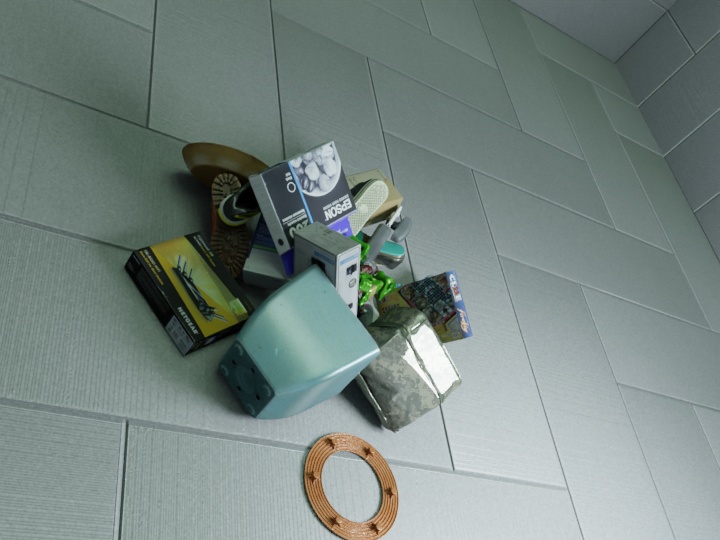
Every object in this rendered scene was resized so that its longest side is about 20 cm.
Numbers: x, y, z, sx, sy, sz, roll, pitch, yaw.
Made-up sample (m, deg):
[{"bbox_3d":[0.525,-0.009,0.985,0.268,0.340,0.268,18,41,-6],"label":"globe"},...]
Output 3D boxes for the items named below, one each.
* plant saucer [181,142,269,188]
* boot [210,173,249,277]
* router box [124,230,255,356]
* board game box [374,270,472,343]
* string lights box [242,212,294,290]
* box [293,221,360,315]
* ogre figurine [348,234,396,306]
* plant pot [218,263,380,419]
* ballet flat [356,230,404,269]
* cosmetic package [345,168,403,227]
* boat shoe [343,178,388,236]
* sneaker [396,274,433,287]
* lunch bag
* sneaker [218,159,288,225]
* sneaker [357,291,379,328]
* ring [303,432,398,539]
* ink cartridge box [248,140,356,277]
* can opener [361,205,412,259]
[{"bbox_3d":[-0.265,-0.192,1.501,0.199,0.200,0.036,22,71,-25],"label":"plant saucer"},{"bbox_3d":[-0.260,-0.078,1.474,0.074,0.107,0.202,1,81,-14],"label":"boot"},{"bbox_3d":[-0.302,0.036,1.350,0.201,0.052,0.157,53,39,11],"label":"router box"},{"bbox_3d":[0.125,0.089,1.532,0.034,0.199,0.137,-11,84,-46],"label":"board game box"},{"bbox_3d":[-0.153,-0.065,1.463,0.102,0.059,0.201,13,62,0],"label":"string lights box"},{"bbox_3d":[-0.064,0.026,1.372,0.116,0.201,0.060,29,41,33],"label":"box"},{"bbox_3d":[0.000,0.000,1.475,0.120,0.098,0.200,43,31,16],"label":"ogre figurine"},{"bbox_3d":[-0.128,0.146,1.307,0.199,0.196,0.197,-28,76,-39],"label":"plant pot"},{"bbox_3d":[0.001,-0.052,1.676,0.199,0.069,0.068,24,42,-5],"label":"ballet flat"},{"bbox_3d":[-0.015,-0.151,1.655,0.199,0.071,0.105,-22,65,-39],"label":"cosmetic package"},{"bbox_3d":[-0.028,-0.115,1.534,0.200,0.062,0.075,-45,118,-15],"label":"boat shoe"},{"bbox_3d":[0.108,0.049,1.682,0.105,0.076,0.200,40,39,-4],"label":"sneaker"},{"bbox_3d":[0.069,0.187,1.438,0.167,0.139,0.201,-38,110,-27],"label":"lunch bag"},{"bbox_3d":[-0.171,-0.148,1.412,0.200,0.085,0.075,-37,99,-19],"label":"sneaker"},{"bbox_3d":[-0.026,0.057,1.547,0.120,0.084,0.201,28,34,-26],"label":"sneaker"},{"bbox_3d":[-0.011,0.378,1.326,0.199,0.019,0.202,23,44,-24],"label":"ring"},{"bbox_3d":[-0.094,-0.118,1.410,0.198,0.043,0.201,-33,110,-41],"label":"ink cartridge box"},{"bbox_3d":[0.058,-0.066,1.632,0.067,0.053,0.200,31,47,2],"label":"can opener"}]
